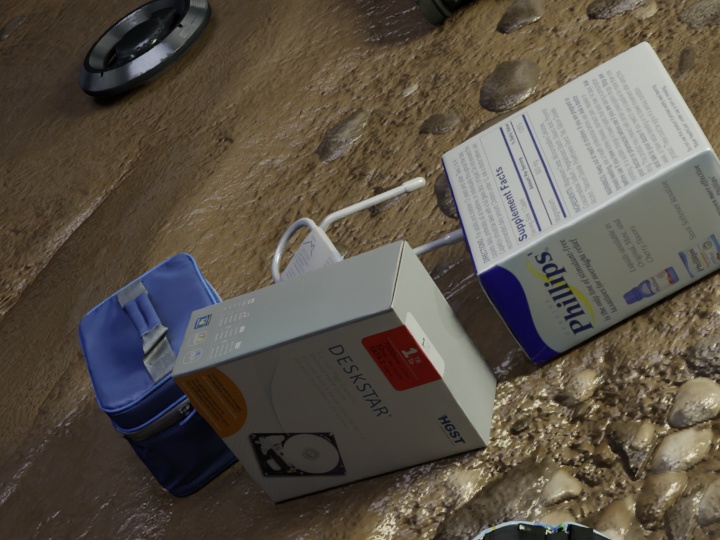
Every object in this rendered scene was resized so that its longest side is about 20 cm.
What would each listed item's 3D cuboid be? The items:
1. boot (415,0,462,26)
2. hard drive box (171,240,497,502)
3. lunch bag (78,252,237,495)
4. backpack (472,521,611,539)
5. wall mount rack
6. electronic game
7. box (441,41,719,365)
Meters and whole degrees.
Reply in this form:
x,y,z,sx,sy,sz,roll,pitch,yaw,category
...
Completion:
x,y,z,sx,sy,sz,roll,pitch,yaw,category
0.124,-0.369,1.791,0.157,0.079,0.212,-32,41,19,boot
-0.018,0.081,1.259,0.198,0.156,0.077,-19,35,26,hard drive box
-0.161,0.085,1.416,0.135,0.133,0.200,-36,31,-1,lunch bag
0.098,0.242,0.929,0.161,0.154,0.202,5,68,3,backpack
0.000,0.000,1.394,0.175,0.074,0.200,-56,29,11,wall mount rack
-0.280,-0.293,2.123,0.198,0.042,0.201,-25,31,16,electronic game
0.183,-0.056,1.295,0.199,0.105,0.185,-28,32,11,box
